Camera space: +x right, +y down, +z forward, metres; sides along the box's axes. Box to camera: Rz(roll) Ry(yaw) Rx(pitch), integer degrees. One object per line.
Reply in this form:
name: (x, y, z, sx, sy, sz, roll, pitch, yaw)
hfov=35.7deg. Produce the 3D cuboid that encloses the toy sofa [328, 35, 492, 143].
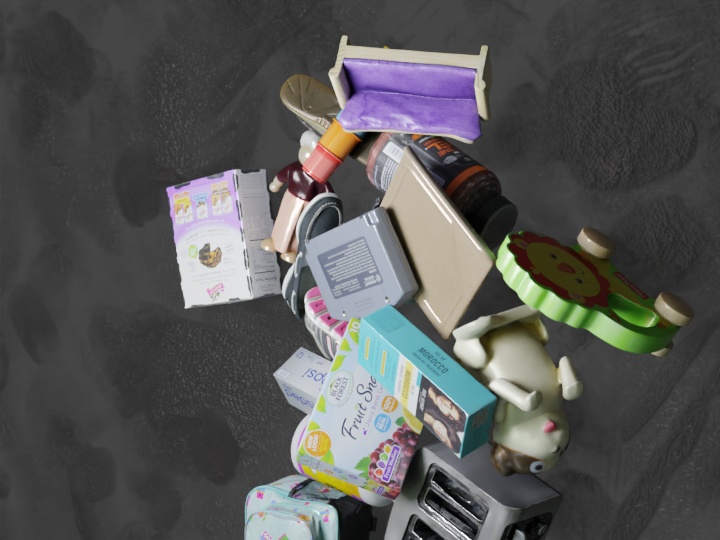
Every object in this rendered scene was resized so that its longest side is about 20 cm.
toy sofa: (0.065, -0.229, 1.412, 0.199, 0.083, 0.098, 7, 68, 13)

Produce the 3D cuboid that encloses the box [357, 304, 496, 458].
box: (0.078, 0.135, 1.382, 0.200, 0.049, 0.082, 41, 142, 34)

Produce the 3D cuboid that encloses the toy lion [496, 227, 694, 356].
toy lion: (0.256, 0.023, 1.275, 0.200, 0.191, 0.069, 44, 122, 28)

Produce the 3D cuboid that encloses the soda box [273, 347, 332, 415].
soda box: (-0.030, 0.181, 1.580, 0.200, 0.063, 0.068, 22, 147, 43)

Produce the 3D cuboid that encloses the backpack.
backpack: (-0.089, 0.399, 1.667, 0.200, 0.153, 0.176, 10, 108, 47)

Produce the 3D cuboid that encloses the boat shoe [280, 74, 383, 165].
boat shoe: (-0.022, -0.207, 1.578, 0.200, 0.065, 0.073, 39, 89, 13)

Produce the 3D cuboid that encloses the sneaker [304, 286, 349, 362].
sneaker: (-0.010, 0.112, 1.607, 0.200, 0.074, 0.087, 44, 151, 10)

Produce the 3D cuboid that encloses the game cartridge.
game cartridge: (0.000, 0.000, 1.485, 0.200, 0.041, 0.133, -20, 97, 59)

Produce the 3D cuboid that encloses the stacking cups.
stacking cups: (-0.003, -0.206, 1.517, 0.060, 0.060, 0.200, 42, 100, 29)

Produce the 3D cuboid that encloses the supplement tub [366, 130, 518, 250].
supplement tub: (0.108, -0.107, 1.447, 0.200, 0.107, 0.107, 39, 120, 30)

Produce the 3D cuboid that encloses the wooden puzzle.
wooden puzzle: (0.089, -0.033, 1.390, 0.185, 0.037, 0.200, 55, 151, 23)

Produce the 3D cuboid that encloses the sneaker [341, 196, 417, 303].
sneaker: (0.040, -0.031, 1.536, 0.200, 0.078, 0.140, 6, 101, 41)

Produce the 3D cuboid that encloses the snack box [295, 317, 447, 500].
snack box: (0.016, 0.179, 1.464, 0.142, 0.200, 0.053, 20, 154, 3)

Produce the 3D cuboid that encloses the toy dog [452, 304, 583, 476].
toy dog: (0.189, 0.157, 1.394, 0.194, 0.139, 0.200, -34, 73, 52)

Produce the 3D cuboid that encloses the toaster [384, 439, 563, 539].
toaster: (0.141, 0.321, 1.469, 0.200, 0.119, 0.181, 34, 116, 33)

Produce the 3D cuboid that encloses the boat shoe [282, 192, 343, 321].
boat shoe: (-0.061, -0.017, 1.626, 0.060, 0.075, 0.200, -119, 35, -48)

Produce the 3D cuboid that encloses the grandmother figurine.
grandmother figurine: (-0.084, -0.111, 1.649, 0.121, 0.061, 0.200, 23, 115, 14)

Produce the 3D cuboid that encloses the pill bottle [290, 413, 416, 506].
pill bottle: (0.003, 0.272, 1.594, 0.200, 0.104, 0.105, 15, 106, 40)

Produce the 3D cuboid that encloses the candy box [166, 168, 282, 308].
candy box: (-0.215, -0.048, 1.765, 0.168, 0.071, 0.201, -8, 90, 42)
